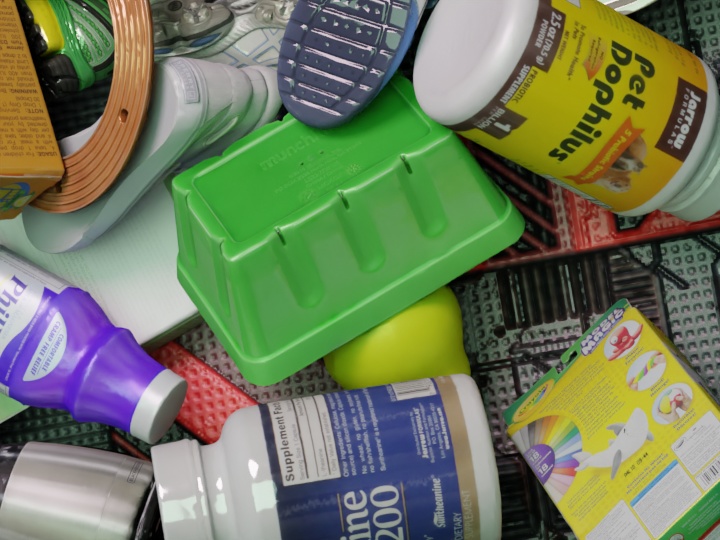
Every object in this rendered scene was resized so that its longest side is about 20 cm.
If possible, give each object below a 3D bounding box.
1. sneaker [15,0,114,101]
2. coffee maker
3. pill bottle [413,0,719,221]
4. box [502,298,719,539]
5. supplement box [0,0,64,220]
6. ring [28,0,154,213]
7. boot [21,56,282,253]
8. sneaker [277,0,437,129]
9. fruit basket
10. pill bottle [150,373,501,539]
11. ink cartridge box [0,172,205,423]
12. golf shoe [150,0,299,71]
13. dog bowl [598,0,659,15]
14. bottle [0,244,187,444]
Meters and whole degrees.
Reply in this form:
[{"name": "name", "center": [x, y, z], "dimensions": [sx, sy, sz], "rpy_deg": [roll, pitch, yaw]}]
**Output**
[{"name": "sneaker", "center": [-0.211, -0.206, 1.699], "dimensions": [0.085, 0.078, 0.200], "rpy_deg": [-20, 72, -24]}, {"name": "coffee maker", "center": [-0.232, 0.187, 1.624], "dimensions": [0.200, 0.135, 0.192], "rpy_deg": [14, 92, 4]}, {"name": "pill bottle", "center": [0.138, -0.103, 1.536], "dimensions": [0.200, 0.109, 0.109], "rpy_deg": [25, 94, -27]}, {"name": "box", "center": [0.165, 0.106, 1.547], "dimensions": [0.117, 0.048, 0.200], "rpy_deg": [-44, 35, 8]}, {"name": "supplement box", "center": [-0.251, -0.134, 1.598], "dimensions": [0.067, 0.069, 0.200], "rpy_deg": [-35, 68, 42]}, {"name": "ring", "center": [-0.185, -0.135, 1.587], "dimensions": [0.200, 0.019, 0.201], "rpy_deg": [5, 96, 48]}, {"name": "boot", "center": [-0.129, -0.069, 1.613], "dimensions": [0.200, 0.096, 0.074], "rpy_deg": [-34, 66, 44]}, {"name": "sneaker", "center": [0.015, -0.176, 1.550], "dimensions": [0.074, 0.082, 0.200], "rpy_deg": [25, 92, 15]}, {"name": "fruit basket", "center": [0.000, 0.000, 1.601], "dimensions": [0.216, 0.216, 0.156], "rpy_deg": [-45, 46, 8]}, {"name": "pill bottle", "center": [-0.021, 0.131, 1.536], "dimensions": [0.200, 0.111, 0.111], "rpy_deg": [-9, 85, -5]}, {"name": "ink cartridge box", "center": [-0.192, 0.000, 1.685], "dimensions": [0.200, 0.048, 0.146], "rpy_deg": [-30, 80, 12]}, {"name": "golf shoe", "center": [-0.048, -0.154, 1.646], "dimensions": [0.200, 0.097, 0.078], "rpy_deg": [-5, 48, 15]}, {"name": "dog bowl", "center": [0.143, -0.249, 1.603], "dimensions": [0.200, 0.074, 0.200], "rpy_deg": [-1, 88, 14]}, {"name": "bottle", "center": [-0.206, 0.044, 1.629], "dimensions": [0.200, 0.065, 0.084], "rpy_deg": [29, 93, 13]}]
